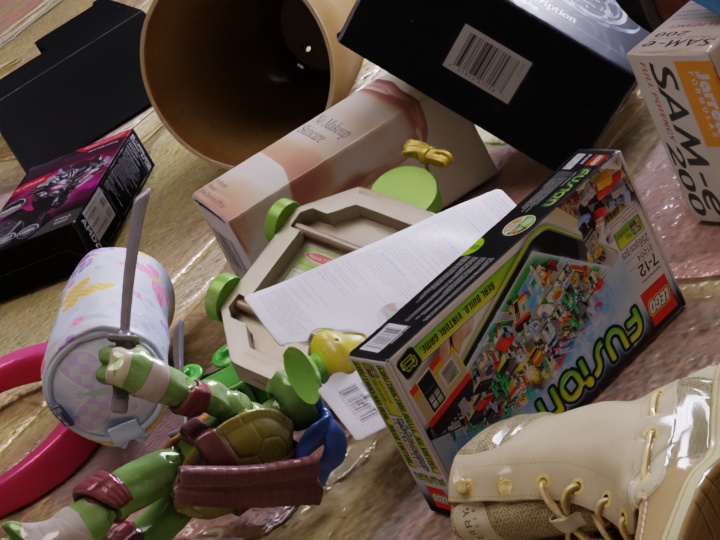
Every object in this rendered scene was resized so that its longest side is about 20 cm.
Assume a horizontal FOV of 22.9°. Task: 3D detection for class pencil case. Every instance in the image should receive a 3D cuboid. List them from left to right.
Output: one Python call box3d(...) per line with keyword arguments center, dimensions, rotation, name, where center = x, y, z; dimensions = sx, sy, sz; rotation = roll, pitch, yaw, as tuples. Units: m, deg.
box3d(center=(-0.171, 0.050, 1.250), dimensions=(0.083, 0.091, 0.200), rotation=(-35, 18, 6), name="pencil case")

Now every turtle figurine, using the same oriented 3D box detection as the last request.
box3d(center=(-0.130, 0.100, 1.050), dimensions=(0.194, 0.200, 0.144), rotation=(-44, -2, -21), name="turtle figurine")

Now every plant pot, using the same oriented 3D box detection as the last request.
box3d(center=(-0.070, -0.204, 1.613), dimensions=(0.186, 0.187, 0.200), rotation=(-15, 11, 27), name="plant pot")

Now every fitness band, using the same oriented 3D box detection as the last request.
box3d(center=(-0.255, 0.113, 1.299), dimensions=(0.143, 0.037, 0.200), rotation=(-28, 24, -2), name="fitness band")

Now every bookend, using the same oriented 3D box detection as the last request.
box3d(center=(-0.323, -0.206, 1.969), dimensions=(0.200, 0.092, 0.199), rotation=(-34, 22, -12), name="bookend")

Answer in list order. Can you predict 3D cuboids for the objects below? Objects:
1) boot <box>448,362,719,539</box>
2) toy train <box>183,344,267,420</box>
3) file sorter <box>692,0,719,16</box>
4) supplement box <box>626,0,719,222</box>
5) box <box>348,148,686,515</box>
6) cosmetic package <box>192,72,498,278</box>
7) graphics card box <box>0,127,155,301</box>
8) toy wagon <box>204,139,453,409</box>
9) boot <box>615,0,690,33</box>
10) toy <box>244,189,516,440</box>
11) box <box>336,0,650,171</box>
box3d(center=(0.111, 0.118, 0.838), dimensions=(0.155, 0.073, 0.200), rotation=(-15, 25, 28), name="boot")
box3d(center=(-0.035, 0.051, 1.183), dimensions=(0.200, 0.042, 0.056), rotation=(-28, 33, 0), name="toy train")
box3d(center=(0.231, -0.245, 1.049), dimensions=(0.139, 0.123, 0.200), rotation=(-33, 47, -21), name="file sorter")
box3d(center=(0.272, -0.135, 1.117), dimensions=(0.200, 0.126, 0.073), rotation=(-39, 26, -26), name="supplement box")
box3d(center=(0.092, 0.032, 0.991), dimensions=(0.200, 0.110, 0.035), rotation=(-41, 27, -27), name="box")
box3d(center=(-0.013, -0.065, 1.336), dimensions=(0.200, 0.087, 0.103), rotation=(-33, 22, -12), name="cosmetic package")
box3d(center=(-0.276, -0.053, 1.650), dimensions=(0.125, 0.051, 0.200), rotation=(-19, 26, 20), name="graphics card box")
box3d(center=(0.000, 0.000, 1.160), dimensions=(0.155, 0.040, 0.200), rotation=(21, 62, 30), name="toy wagon")
box3d(center=(0.271, -0.214, 1.179), dimensions=(0.200, 0.188, 0.069), rotation=(-39, 27, 4), name="boot")
box3d(center=(0.040, 0.031, 1.063), dimensions=(0.200, 0.047, 0.115), rotation=(-22, 58, -33), name="toy")
box3d(center=(0.115, -0.195, 1.302), dimensions=(0.104, 0.200, 0.182), rotation=(-60, 0, 39), name="box")
